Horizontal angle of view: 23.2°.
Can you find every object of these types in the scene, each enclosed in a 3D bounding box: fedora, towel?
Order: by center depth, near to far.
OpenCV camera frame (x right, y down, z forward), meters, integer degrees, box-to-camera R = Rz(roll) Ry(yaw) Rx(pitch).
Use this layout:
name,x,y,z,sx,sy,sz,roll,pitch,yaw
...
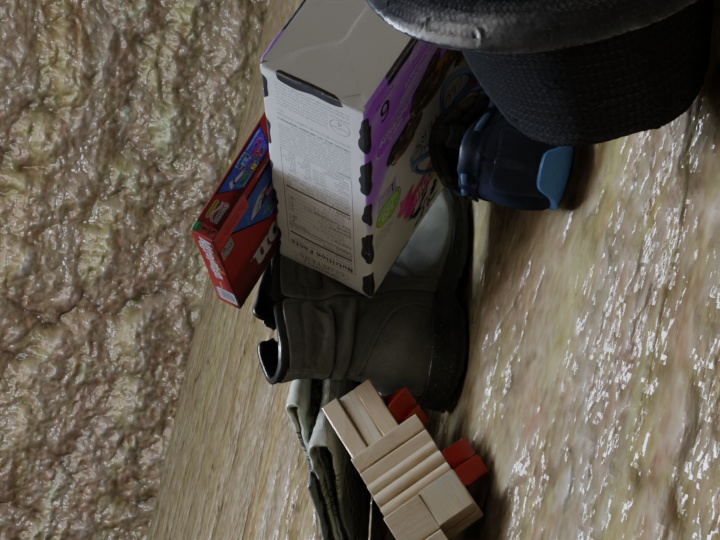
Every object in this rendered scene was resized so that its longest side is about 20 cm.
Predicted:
name,x,y,z,sx,sy,sz,roll,pitch,yaw
fedora,0.095,-0.116,0.758,0.201,0.199,0.092,-93,-12,-59
towel,-0.018,0.102,1.193,0.194,0.034,0.201,81,-172,-45

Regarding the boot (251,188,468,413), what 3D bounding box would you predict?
name,x,y,z,sx,sy,sz,roll,pitch,yaw
boot,0.000,0.000,1.128,0.201,0.129,0.068,-88,15,-48

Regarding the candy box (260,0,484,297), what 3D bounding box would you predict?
name,x,y,z,sx,sy,sz,roll,pitch,yaw
candy box,0.017,-0.108,1.039,0.168,0.071,0.201,-57,-17,-25

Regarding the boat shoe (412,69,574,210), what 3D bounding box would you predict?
name,x,y,z,sx,sy,sz,roll,pitch,yaw
boat shoe,0.072,-0.079,0.992,0.200,0.068,0.085,-164,85,-84

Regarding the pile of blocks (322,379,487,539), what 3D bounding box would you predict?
name,x,y,z,sx,sy,sz,roll,pitch,yaw
pile of blocks,0.041,0.122,0.996,0.062,0.082,0.200,-34,24,-1

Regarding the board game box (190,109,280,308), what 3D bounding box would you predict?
name,x,y,z,sx,sy,sz,roll,pitch,yaw
board game box,-0.037,-0.081,1.074,0.201,0.019,0.103,-60,-15,-18
